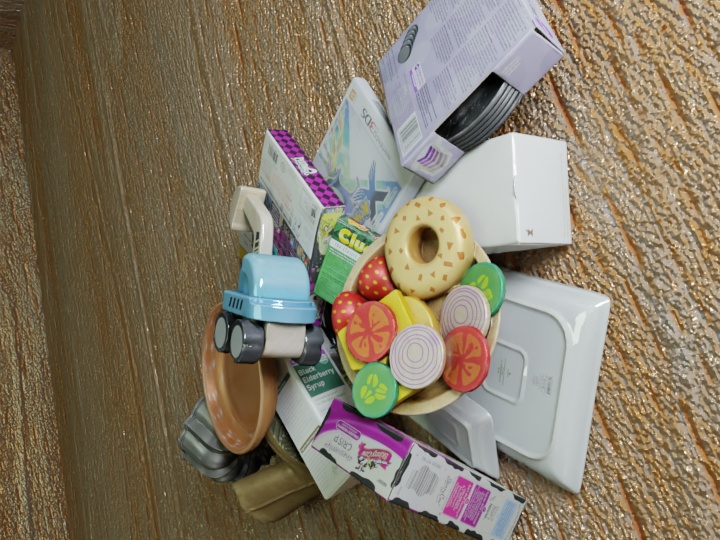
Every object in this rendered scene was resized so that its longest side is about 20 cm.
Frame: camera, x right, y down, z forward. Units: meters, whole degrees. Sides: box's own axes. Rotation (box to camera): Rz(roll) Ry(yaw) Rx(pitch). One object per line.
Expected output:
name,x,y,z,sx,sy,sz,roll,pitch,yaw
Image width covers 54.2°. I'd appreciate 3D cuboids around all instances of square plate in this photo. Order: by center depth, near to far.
square plate,0.160,0.103,0.744,0.197,0.028,0.203,20,107,53

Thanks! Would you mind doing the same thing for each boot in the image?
boot,-0.123,0.290,1.015,0.199,0.175,0.066,-33,22,35

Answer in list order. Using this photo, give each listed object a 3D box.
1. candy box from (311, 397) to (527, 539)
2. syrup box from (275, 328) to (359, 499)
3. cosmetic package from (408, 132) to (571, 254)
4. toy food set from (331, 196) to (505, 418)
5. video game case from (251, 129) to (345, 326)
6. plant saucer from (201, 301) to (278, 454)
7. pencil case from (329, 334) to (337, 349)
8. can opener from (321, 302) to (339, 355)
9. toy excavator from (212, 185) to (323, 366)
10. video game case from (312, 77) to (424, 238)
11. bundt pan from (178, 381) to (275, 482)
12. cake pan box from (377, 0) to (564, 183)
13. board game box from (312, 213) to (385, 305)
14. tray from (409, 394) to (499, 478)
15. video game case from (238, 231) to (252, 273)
candy box,0.063,0.214,0.738,0.136,0.199,0.062,16,76,53
syrup box,-0.050,0.178,0.910,0.201,0.078,0.082,57,137,22
cosmetic package,0.117,-0.070,0.748,0.199,0.084,0.109,-4,87,54
toy food set,0.051,0.043,0.692,0.199,0.048,0.199,-38,58,22
video game case,-0.087,-0.054,0.900,0.200,0.035,0.183,54,140,46
plant saucer,-0.161,0.141,0.943,0.199,0.037,0.203,8,99,56
pencil case,0.000,0.000,0.913,0.093,0.090,0.203,-6,84,50
can opener,-0.021,0.125,0.967,0.078,0.063,0.203,-20,74,52
toy excavator,-0.114,0.000,0.842,0.194,0.099,0.203,9,91,61
video game case,-0.011,-0.096,0.843,0.201,0.022,0.183,-59,43,35
bundt pan,-0.174,0.245,1.086,0.076,0.201,0.204,37,121,31
cake pan box,0.101,-0.214,0.718,0.184,0.052,0.202,-46,36,33
board game box,0.044,0.030,0.779,0.199,0.023,0.106,32,124,15
tray,0.079,0.156,0.814,0.199,0.022,0.108,33,145,45
video game case,-0.170,-0.001,1.164,0.143,0.017,0.202,44,138,48
